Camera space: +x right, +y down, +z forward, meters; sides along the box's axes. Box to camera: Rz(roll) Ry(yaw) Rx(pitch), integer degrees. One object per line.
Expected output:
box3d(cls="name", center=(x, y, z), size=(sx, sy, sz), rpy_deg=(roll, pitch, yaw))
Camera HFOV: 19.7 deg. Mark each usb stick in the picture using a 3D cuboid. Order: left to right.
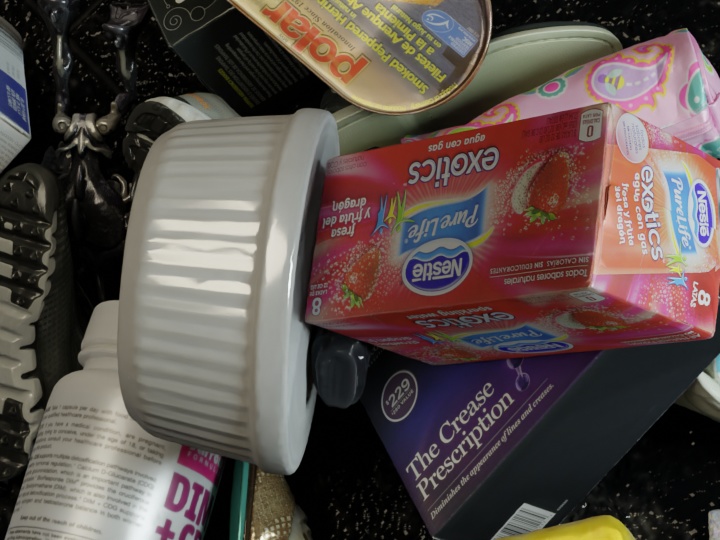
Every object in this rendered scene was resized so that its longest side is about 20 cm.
box3d(cls="usb stick", center=(0.000, 0.000, 1.204), size=(0.033, 0.056, 0.200), rpy_deg=(7, 38, 4))

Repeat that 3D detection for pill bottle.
box3d(cls="pill bottle", center=(-0.142, 0.127, 1.234), size=(0.113, 0.113, 0.200), rpy_deg=(7, 70, 24))

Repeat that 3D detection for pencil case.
box3d(cls="pencil case", center=(0.120, -0.072, 1.233), size=(0.200, 0.087, 0.088), rpy_deg=(-21, 61, 10))

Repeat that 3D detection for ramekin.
box3d(cls="ramekin", center=(-0.070, 0.007, 1.135), size=(0.094, 0.202, 0.203), rpy_deg=(7, 69, 4))

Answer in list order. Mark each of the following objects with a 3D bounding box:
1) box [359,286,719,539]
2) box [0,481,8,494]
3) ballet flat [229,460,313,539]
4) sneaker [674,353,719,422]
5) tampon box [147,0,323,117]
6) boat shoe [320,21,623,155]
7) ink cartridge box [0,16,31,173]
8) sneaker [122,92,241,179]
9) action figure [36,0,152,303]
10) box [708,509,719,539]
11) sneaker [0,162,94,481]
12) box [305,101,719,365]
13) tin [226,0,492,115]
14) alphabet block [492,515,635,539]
box3d(cls="box", center=(0.098, 0.040, 1.145), size=(0.200, 0.079, 0.141), rpy_deg=(-50, 40, 20))
box3d(cls="box", center=(-0.319, 0.053, 1.375), size=(0.200, 0.050, 0.199), rpy_deg=(-6, 64, 20))
box3d(cls="ballet flat", center=(-0.051, 0.196, 1.206), size=(0.065, 0.071, 0.200), rpy_deg=(8, 71, -4))
box3d(cls="sneaker", center=(0.188, 0.042, 1.159), size=(0.200, 0.081, 0.077), rpy_deg=(21, 78, 30))
box3d(cls="tampon box", center=(-0.040, -0.219, 1.340), size=(0.200, 0.126, 0.150), rpy_deg=(-30, 61, 7))
box3d(cls="boat shoe", center=(0.063, -0.117, 1.289), size=(0.199, 0.075, 0.066), rpy_deg=(-24, 38, 11))
box3d(cls="ink cartridge box", center=(-0.288, -0.058, 1.318), size=(0.200, 0.043, 0.196), rpy_deg=(-47, 25, 12))
box3d(cls="sneaker", center=(-0.055, -0.037, 1.284), size=(0.200, 0.079, 0.074), rpy_deg=(49, 128, 8))
box3d(cls="action figure", center=(-0.168, -0.074, 1.347), size=(0.119, 0.102, 0.200), rpy_deg=(4, 95, 15))
box3d(cls="box", center=(0.240, 0.224, 1.026), size=(0.115, 0.132, 0.200), rpy_deg=(-9, 64, 16))
box3d(cls="sneaker", center=(-0.199, 0.025, 1.280), size=(0.066, 0.090, 0.200), rpy_deg=(17, 111, 26))
box3d(cls="box", center=(0.077, -0.013, 1.055), size=(0.200, 0.100, 0.096), rpy_deg=(-8, 69, 45))
box3d(cls="tin", center=(-0.011, -0.175, 1.231), size=(0.200, 0.042, 0.112), rpy_deg=(41, 93, 4))
box3d(cls="alphabet block", center=(0.078, 0.256, 1.037), size=(0.195, 0.200, 0.197), rpy_deg=(-16, 62, 15))
